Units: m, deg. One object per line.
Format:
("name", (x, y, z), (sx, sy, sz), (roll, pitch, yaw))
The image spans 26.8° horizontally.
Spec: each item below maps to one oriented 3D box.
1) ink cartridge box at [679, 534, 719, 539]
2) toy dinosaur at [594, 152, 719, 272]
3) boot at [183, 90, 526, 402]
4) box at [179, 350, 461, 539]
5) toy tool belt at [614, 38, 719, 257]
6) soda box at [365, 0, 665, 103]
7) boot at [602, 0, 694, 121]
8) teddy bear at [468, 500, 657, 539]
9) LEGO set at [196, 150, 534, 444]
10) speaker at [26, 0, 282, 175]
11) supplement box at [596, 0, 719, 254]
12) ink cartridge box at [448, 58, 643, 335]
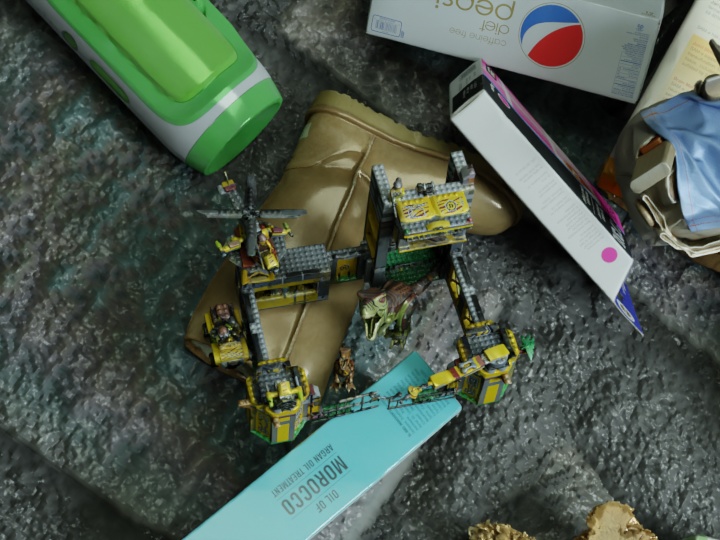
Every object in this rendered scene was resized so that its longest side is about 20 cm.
("ink cartridge box", (0.298, 0.269, 1.012), (0.198, 0.048, 0.147), (14, 68, -14))
("toy dinosaur", (0.262, -0.024, 1.107), (0.200, 0.060, 0.106), (40, 86, 9))
("boot", (0.000, 0.000, 1.010), (0.174, 0.066, 0.201), (24, 67, 1))
("box", (-0.032, 0.136, 0.939), (0.200, 0.082, 0.049), (-37, 83, -25))
("toy tool belt", (0.255, -0.090, 0.949), (0.199, 0.123, 0.126), (-27, 83, 3))
("soda box", (0.108, -0.180, 1.059), (0.198, 0.064, 0.068), (16, 29, 8))
("boot", (0.283, -0.154, 1.147), (0.132, 0.070, 0.200), (44, 70, -5))
("teddy bear", (0.110, 0.234, 0.966), (0.144, 0.067, 0.201), (35, 72, 7))
("LEGO set", (0.004, 0.010, 0.898), (0.198, 0.116, 0.155), (-3, 58, -6))
("speaker", (-0.146, -0.160, 1.006), (0.200, 0.088, 0.088), (46, 65, 2))
("supplement box", (0.266, -0.120, 1.051), (0.125, 0.074, 0.201), (30, 88, 8))
("ink cartridge box", (0.134, -0.051, 1.026), (0.037, 0.095, 0.200), (-37, 104, 15))
